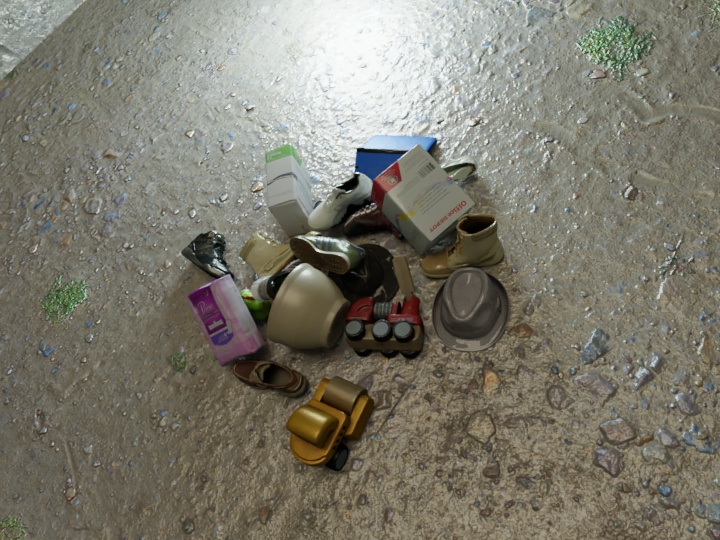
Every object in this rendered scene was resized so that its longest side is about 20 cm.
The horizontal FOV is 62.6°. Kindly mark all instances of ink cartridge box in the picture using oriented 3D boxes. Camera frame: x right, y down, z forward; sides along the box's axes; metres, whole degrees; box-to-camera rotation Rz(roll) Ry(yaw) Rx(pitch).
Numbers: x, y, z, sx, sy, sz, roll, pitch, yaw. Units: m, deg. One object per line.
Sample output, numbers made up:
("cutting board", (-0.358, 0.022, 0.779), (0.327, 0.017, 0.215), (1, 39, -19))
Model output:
("ink cartridge box", (-0.192, -0.216, 1.613), (0.084, 0.146, 0.200), (-15, 56, 11))
("ink cartridge box", (0.145, -0.164, 1.417), (0.145, 0.145, 0.200), (-39, 81, -11))

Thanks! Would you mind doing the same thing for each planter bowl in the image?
("planter bowl", (-0.106, 0.099, 1.376), (0.134, 0.200, 0.201), (22, 69, 16))

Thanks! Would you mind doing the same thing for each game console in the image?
("game console", (0.097, -0.296, 1.639), (0.199, 0.118, 0.171), (8, 94, 23))

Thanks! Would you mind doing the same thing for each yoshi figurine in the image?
("yoshi figurine", (-0.308, 0.096, 1.515), (0.200, 0.112, 0.113), (-3, 97, 31))

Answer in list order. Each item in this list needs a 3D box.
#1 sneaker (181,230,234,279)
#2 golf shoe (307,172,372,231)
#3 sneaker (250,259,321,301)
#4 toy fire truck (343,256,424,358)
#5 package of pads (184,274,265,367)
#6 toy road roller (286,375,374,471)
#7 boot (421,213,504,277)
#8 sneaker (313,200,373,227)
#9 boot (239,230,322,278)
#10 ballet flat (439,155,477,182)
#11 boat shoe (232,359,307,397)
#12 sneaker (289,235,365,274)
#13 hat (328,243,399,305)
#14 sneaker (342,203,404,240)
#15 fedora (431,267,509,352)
("sneaker", (-0.398, -0.044, 1.625), (0.199, 0.076, 0.114), (31, 81, 37))
("golf shoe", (-0.062, -0.180, 1.491), (0.200, 0.097, 0.078), (-36, 60, 6))
("sneaker", (-0.165, 0.024, 1.447), (0.200, 0.074, 0.087), (-25, 17, -36))
("toy fire truck", (0.060, 0.083, 1.369), (0.176, 0.129, 0.200), (0, 53, 19))
("package of pads", (-0.325, 0.121, 1.428), (0.120, 0.076, 0.200), (-26, 92, 29))
("toy road roller", (-0.073, 0.315, 1.256), (0.123, 0.146, 0.200), (18, 68, 27))
("boot", (0.226, -0.057, 1.368), (0.199, 0.156, 0.073), (-12, 58, 12))
("sneaker", (-0.036, -0.182, 1.586), (0.199, 0.076, 0.088), (-14, 51, 11))
("boot", (-0.211, -0.062, 1.565), (0.200, 0.073, 0.155), (-43, 57, -4))
("ballet flat", (0.212, -0.239, 1.524), (0.200, 0.069, 0.070), (-24, 55, -3))
("boat shoe", (-0.221, 0.241, 1.394), (0.200, 0.072, 0.076), (6, 62, 26))
("sneaker", (-0.075, -0.048, 1.442), (0.200, 0.067, 0.090), (21, 36, 38))
("hat", (0.000, 0.000, 1.458), (0.200, 0.081, 0.201), (-8, 58, 13))
("sneaker", (0.056, -0.113, 1.514), (0.200, 0.076, 0.116), (-30, 67, 9))
("fedora", (0.240, 0.072, 1.325), (0.176, 0.090, 0.200), (10, 64, 24))
